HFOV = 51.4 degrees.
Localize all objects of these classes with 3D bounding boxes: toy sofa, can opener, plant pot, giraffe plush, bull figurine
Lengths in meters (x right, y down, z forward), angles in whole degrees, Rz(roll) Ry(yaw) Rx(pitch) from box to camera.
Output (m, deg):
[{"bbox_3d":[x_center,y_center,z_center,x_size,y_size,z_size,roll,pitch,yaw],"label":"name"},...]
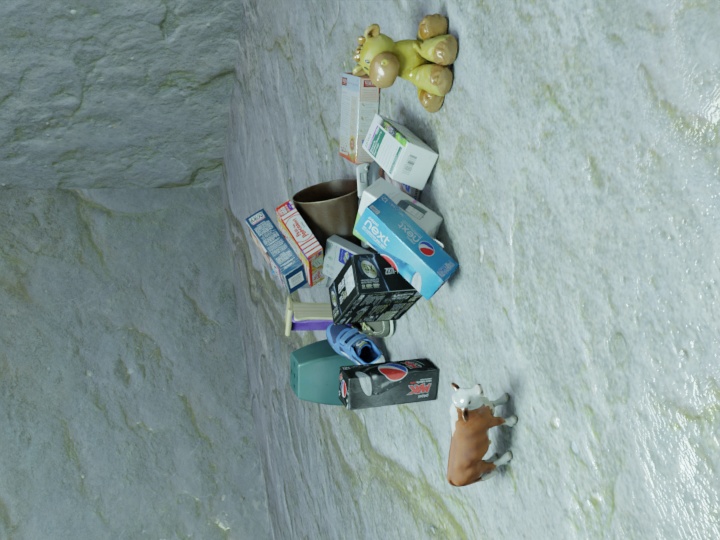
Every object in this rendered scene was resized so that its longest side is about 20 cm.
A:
[{"bbox_3d":[-0.098,0.130,1.952,0.099,0.194,0.085,-109,25,-52],"label":"toy sofa"},{"bbox_3d":[0.022,-0.157,1.778,0.066,0.051,0.207,-176,84,-70],"label":"can opener"},{"bbox_3d":[-0.076,0.256,1.898,0.141,0.194,0.146,-145,55,-67],"label":"plant pot"},{"bbox_3d":[0.072,-0.404,1.424,0.201,0.158,0.177,-119,32,-52],"label":"giraffe plush"},{"bbox_3d":[0.190,0.261,1.219,0.065,0.118,0.205,-127,39,-57],"label":"bull figurine"},{"bbox_3d":[-0.063,-0.105,1.892,0.187,0.182,0.205,-141,36,-65],"label":"plant pot"}]

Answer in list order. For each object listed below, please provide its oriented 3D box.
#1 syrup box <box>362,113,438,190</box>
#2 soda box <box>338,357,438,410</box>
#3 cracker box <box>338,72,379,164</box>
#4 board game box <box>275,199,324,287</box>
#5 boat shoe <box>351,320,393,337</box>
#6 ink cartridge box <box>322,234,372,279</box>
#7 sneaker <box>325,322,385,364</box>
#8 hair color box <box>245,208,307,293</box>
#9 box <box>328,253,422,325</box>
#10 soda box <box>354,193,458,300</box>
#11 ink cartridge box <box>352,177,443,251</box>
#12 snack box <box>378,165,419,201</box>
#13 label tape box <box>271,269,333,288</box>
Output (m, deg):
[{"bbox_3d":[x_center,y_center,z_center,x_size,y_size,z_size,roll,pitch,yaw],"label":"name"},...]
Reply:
[{"bbox_3d":[0.077,-0.246,1.534,0.080,0.080,0.201,-64,29,18],"label":"syrup box"},{"bbox_3d":[0.056,0.225,1.496,0.063,0.194,0.073,-143,53,-63],"label":"soda box"},{"bbox_3d":[-0.004,-0.371,1.822,0.134,0.056,0.206,-136,46,-63],"label":"cracker box"},{"bbox_3d":[-0.147,-0.064,1.860,0.153,0.046,0.201,55,167,17],"label":"board game box"},{"bbox_3d":[0.024,0.122,1.793,0.201,0.059,0.074,-173,80,-71],"label":"boat shoe"},{"bbox_3d":[0.000,0.000,1.787,0.197,0.039,0.102,29,126,24],"label":"ink cartridge box"},{"bbox_3d":[-0.008,0.180,1.784,0.199,0.074,0.083,38,156,29],"label":"sneaker"},{"bbox_3d":[-0.215,-0.050,1.909,0.201,0.060,0.101,53,165,25],"label":"hair color box"},{"bbox_3d":[0.035,0.039,1.596,0.200,0.159,0.089,126,137,-63],"label":"box"},{"bbox_3d":[0.085,-0.045,1.410,0.200,0.064,0.068,45,138,9],"label":"soda box"},{"bbox_3d":[0.088,-0.077,1.485,0.198,0.067,0.119,36,136,19],"label":"ink cartridge box"},{"bbox_3d":[0.083,-0.197,1.631,0.201,0.024,0.074,-122,36,-57],"label":"snack box"},{"bbox_3d":[-0.135,-0.021,2.039,0.146,0.194,0.064,106,154,-44],"label":"label tape box"}]
